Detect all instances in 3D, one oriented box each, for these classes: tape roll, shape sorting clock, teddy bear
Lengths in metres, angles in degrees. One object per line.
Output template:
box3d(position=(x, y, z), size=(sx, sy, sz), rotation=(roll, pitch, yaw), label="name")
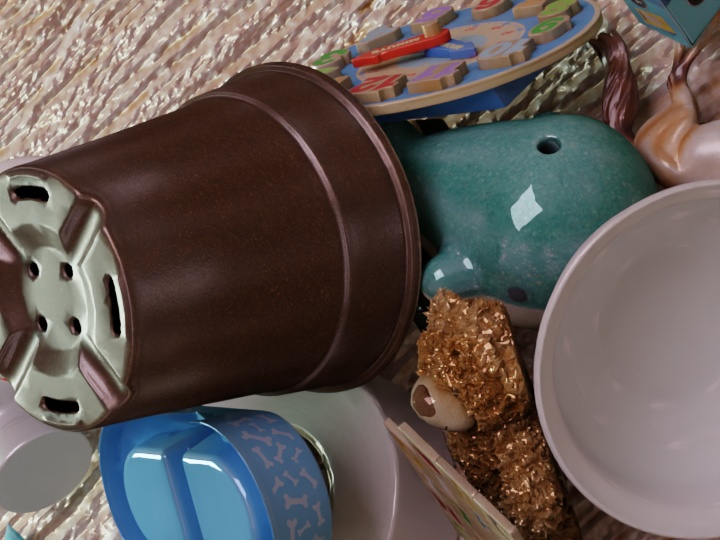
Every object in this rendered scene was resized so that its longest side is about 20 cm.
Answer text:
box3d(position=(-0.039, 0.151, 1.685), size=(0.202, 0.071, 0.203), rotation=(-14, 67, 34), label="tape roll")
box3d(position=(0.048, -0.132, 1.657), size=(0.199, 0.200, 0.039), rotation=(-3, 116, 36), label="shape sorting clock")
box3d(position=(0.076, 0.101, 1.539), size=(0.067, 0.200, 0.145), rotation=(-19, 60, 4), label="teddy bear")

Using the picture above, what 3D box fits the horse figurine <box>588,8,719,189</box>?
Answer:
box3d(position=(0.213, -0.085, 1.591), size=(0.200, 0.050, 0.133), rotation=(13, 77, 38), label="horse figurine")

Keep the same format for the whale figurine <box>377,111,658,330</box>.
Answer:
box3d(position=(0.078, -0.049, 1.594), size=(0.200, 0.104, 0.159), rotation=(23, 54, 22), label="whale figurine")

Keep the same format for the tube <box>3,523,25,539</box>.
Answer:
box3d(position=(-0.187, 0.239, 1.784), size=(0.200, 0.050, 0.078), rotation=(28, 97, 43), label="tube")

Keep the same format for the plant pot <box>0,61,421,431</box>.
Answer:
box3d(position=(-0.105, -0.005, 1.560), size=(0.200, 0.198, 0.201), rotation=(17, 114, 43), label="plant pot")

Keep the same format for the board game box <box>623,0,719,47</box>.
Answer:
box3d(position=(0.203, -0.251, 1.564), size=(0.047, 0.151, 0.200), rotation=(32, 82, 40), label="board game box")

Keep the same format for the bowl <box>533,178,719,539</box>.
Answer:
box3d(position=(0.181, 0.038, 1.509), size=(0.201, 0.201, 0.090), rotation=(-57, 18, 7), label="bowl")

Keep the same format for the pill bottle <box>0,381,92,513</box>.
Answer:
box3d(position=(-0.258, 0.070, 1.856), size=(0.104, 0.104, 0.200), rotation=(-49, 52, 13), label="pill bottle")

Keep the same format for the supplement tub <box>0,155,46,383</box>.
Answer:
box3d(position=(-0.163, 0.019, 1.740), size=(0.140, 0.200, 0.141), rotation=(-13, 67, 33), label="supplement tub")

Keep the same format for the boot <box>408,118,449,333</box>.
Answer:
box3d(position=(0.000, 0.000, 1.661), size=(0.078, 0.138, 0.200), rotation=(101, 160, -49), label="boot")

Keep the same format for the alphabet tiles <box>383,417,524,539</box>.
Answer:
box3d(position=(0.084, 0.161, 1.512), size=(0.006, 0.200, 0.166), rotation=(-41, 51, -7), label="alphabet tiles")

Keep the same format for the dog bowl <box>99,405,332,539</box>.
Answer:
box3d(position=(-0.083, 0.131, 1.600), size=(0.200, 0.049, 0.112), rotation=(0, 107, 59), label="dog bowl")
